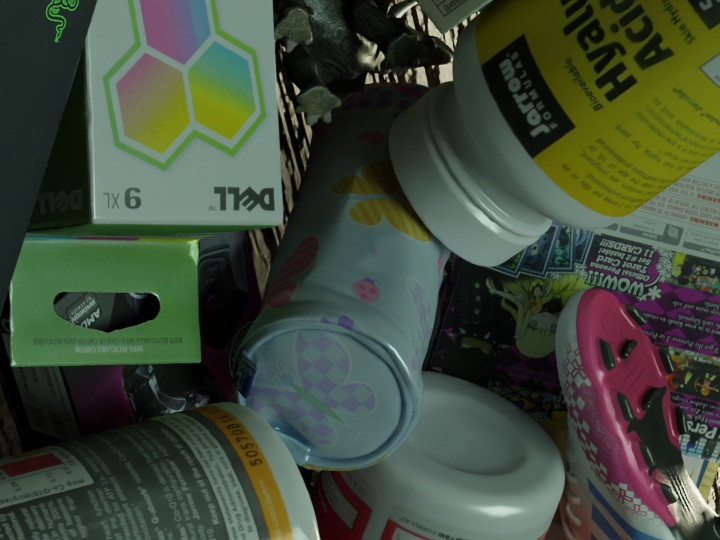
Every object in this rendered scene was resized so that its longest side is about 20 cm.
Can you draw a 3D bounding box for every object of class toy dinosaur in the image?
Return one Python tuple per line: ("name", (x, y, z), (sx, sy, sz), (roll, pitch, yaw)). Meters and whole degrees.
("toy dinosaur", (-0.030, -0.130, 1.118), (0.077, 0.102, 0.200), (-42, 125, 2))

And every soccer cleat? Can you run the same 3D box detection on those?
("soccer cleat", (0.122, 0.103, 1.221), (0.201, 0.086, 0.070), (64, 36, -21))

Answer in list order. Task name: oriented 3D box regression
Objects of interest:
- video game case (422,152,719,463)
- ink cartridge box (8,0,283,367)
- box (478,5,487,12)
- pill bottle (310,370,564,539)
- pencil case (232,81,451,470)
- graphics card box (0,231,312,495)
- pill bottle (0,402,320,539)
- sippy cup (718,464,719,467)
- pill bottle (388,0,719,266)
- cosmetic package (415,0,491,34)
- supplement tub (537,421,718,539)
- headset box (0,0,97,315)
("video game case", (0.145, 0.000, 1.220), (0.036, 0.198, 0.182), (-87, -170, -62))
("ink cartridge box", (-0.088, -0.063, 1.019), (0.103, 0.059, 0.202), (0, 87, -46))
("box", (0.153, -0.117, 1.192), (0.082, 0.199, 0.049), (-25, 136, -56))
("pill bottle", (0.017, 0.159, 1.229), (0.112, 0.112, 0.201), (-18, 136, -50))
("pencil case", (0.000, 0.000, 1.139), (0.201, 0.082, 0.091), (-74, -179, -50))
("graphics card box", (-0.092, 0.057, 1.122), (0.125, 0.051, 0.201), (-43, 133, -37))
("pill bottle", (-0.123, 0.128, 1.006), (0.199, 0.116, 0.117), (-12, 114, -26))
("sippy cup", (0.212, 0.016, 1.461), (0.140, 0.130, 0.179), (-49, 137, -33))
("pill bottle", (0.110, -0.087, 1.090), (0.111, 0.200, 0.112), (35, 34, -29))
("cosmetic package", (0.020, -0.211, 1.046), (0.201, 0.103, 0.073), (54, 49, -5))
("supplement tub", (0.119, 0.094, 1.347), (0.144, 0.144, 0.202), (23, 83, -55))
("headset box", (-0.195, -0.062, 0.896), (0.174, 0.092, 0.202), (23, 83, -56))
